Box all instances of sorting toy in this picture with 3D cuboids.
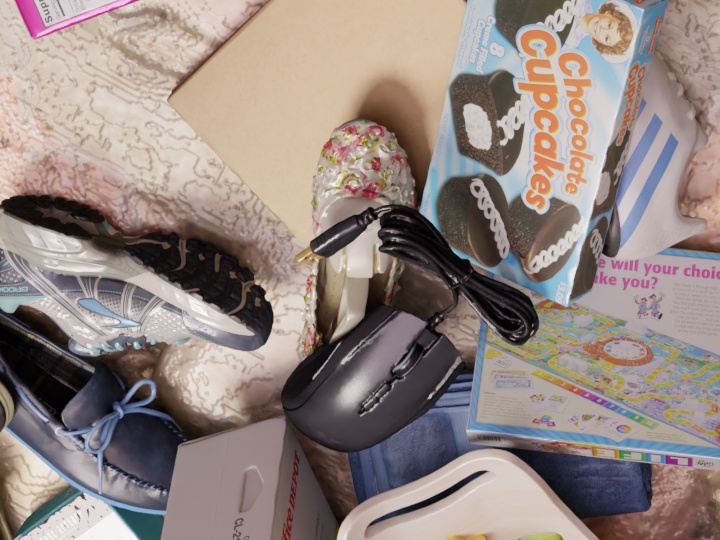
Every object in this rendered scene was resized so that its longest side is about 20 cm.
[{"bbox_3d":[0.068,0.192,1.639,0.199,0.107,0.180,-24,133,4],"label":"sorting toy"}]

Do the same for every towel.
[{"bbox_3d":[0.091,0.118,1.687,0.199,0.049,0.112,-6,108,12],"label":"towel"}]

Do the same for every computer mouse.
[{"bbox_3d":[0.000,0.045,1.586,0.140,0.046,0.200,41,128,-20],"label":"computer mouse"}]

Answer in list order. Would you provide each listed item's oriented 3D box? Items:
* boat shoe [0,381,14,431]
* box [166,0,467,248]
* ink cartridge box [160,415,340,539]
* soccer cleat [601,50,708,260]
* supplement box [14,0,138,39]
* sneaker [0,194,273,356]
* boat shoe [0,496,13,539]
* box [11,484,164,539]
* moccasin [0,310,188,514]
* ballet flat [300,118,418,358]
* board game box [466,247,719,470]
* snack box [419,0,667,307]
[{"bbox_3d":[-0.328,0.076,1.678,0.199,0.065,0.073,18,132,3],"label":"boat shoe"},{"bbox_3d":[-0.002,-0.115,1.627,0.164,0.021,0.200,46,116,-6],"label":"box"},{"bbox_3d":[-0.055,0.219,1.669,0.082,0.146,0.201,-15,122,15],"label":"ink cartridge box"},{"bbox_3d":[0.170,-0.108,1.593,0.086,0.070,0.201,-11,104,-12],"label":"soccer cleat"},{"bbox_3d":[-0.124,-0.231,1.576,0.199,0.101,0.104,-17,106,16],"label":"supplement box"},{"bbox_3d":[-0.152,0.019,1.688,0.199,0.078,0.087,21,114,13],"label":"sneaker"},{"bbox_3d":[-0.260,0.189,1.757,0.063,0.073,0.202,-1,112,21],"label":"boat shoe"},{"bbox_3d":[-0.145,0.233,1.768,0.082,0.049,0.200,-36,99,19],"label":"box"},{"bbox_3d":[-0.190,0.095,1.705,0.199,0.081,0.068,27,137,-1],"label":"moccasin"},{"bbox_3d":[0.000,0.000,1.625,0.075,0.064,0.201,2,128,-1],"label":"ballet flat"},{"bbox_3d":[0.174,0.052,1.618,0.199,0.034,0.135,6,74,9],"label":"board game box"},{"bbox_3d":[0.107,-0.091,1.555,0.116,0.037,0.201,25,119,25],"label":"snack box"}]
